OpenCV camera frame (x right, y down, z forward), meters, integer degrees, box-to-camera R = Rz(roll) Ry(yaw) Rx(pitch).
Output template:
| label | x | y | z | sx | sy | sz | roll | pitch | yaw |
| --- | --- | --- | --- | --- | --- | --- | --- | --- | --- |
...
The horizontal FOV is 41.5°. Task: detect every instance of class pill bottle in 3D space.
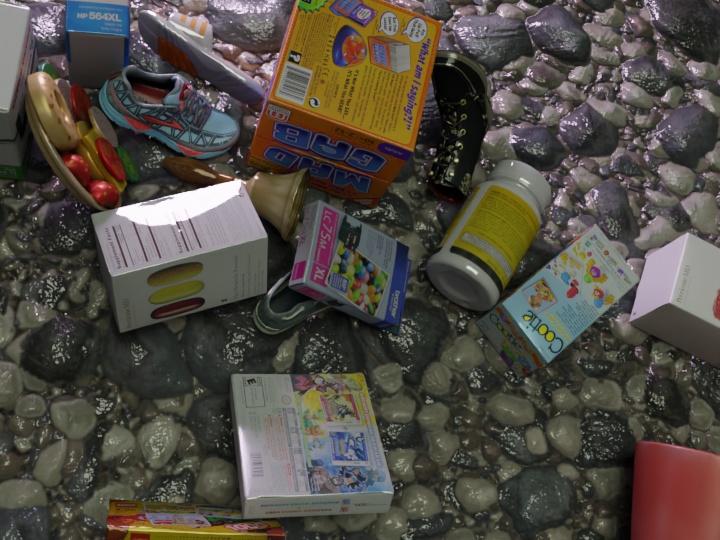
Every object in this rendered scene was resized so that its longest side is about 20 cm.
| label | x | y | z | sx | sy | sz | roll | pitch | yaw |
| --- | --- | --- | --- | --- | --- | --- | --- | --- | --- |
| pill bottle | 0.187 | -0.053 | 1.352 | 0.114 | 0.114 | 0.201 | 35 | 68 | -2 |

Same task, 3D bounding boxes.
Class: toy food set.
| label | x | y | z | sx | sy | sz | roll | pitch | yaw |
| --- | --- | --- | --- | --- | --- | --- | --- | --- | --- |
| toy food set | -0.354 | -0.166 | 1.203 | 0.048 | 0.198 | 0.202 | -27 | 110 | 6 |

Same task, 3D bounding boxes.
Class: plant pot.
| label | x | y | z | sx | sy | sz | roll | pitch | yaw |
| --- | --- | --- | --- | --- | --- | --- | --- | --- | --- |
| plant pot | 0.448 | 0.342 | 1.268 | 0.198 | 0.200 | 0.180 | 17 | 78 | -9 |

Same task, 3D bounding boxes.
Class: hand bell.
| label | x | y | z | sx | sy | sz | roll | pitch | yaw |
| --- | --- | --- | --- | --- | --- | --- | --- | --- | --- |
| hand bell | -0.177 | -0.119 | 1.299 | 0.197 | 0.104 | 0.105 | 18 | 68 | 3 |

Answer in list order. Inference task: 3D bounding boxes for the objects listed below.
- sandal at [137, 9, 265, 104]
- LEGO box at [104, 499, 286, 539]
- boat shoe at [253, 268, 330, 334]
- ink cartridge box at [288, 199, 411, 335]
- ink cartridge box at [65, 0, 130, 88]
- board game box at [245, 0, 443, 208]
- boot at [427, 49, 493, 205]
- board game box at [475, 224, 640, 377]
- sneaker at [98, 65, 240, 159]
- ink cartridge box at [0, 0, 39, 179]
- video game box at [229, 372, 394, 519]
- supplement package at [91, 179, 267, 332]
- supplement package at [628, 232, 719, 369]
| label | x | y | z | sx | sy | sz | roll | pitch | yaw |
| --- | --- | --- | --- | --- | --- | --- | --- | --- | --- |
| sandal | -0.219 | -0.311 | 1.347 | 0.205 | 0.079 | 0.060 | 31 | 66 | -13 |
| LEGO box | -0.196 | 0.322 | 1.100 | 0.197 | 0.149 | 0.079 | 7 | 86 | -14 |
| boat shoe | -0.057 | 0.015 | 1.290 | 0.199 | 0.062 | 0.073 | -34 | 81 | -23 |
| ink cartridge box | 0.000 | 0.000 | 1.282 | 0.199 | 0.042 | 0.121 | 27 | 63 | -36 |
| ink cartridge box | -0.354 | -0.370 | 1.285 | 0.083 | 0.146 | 0.203 | 1 | 73 | -14 |
| board game box | -0.026 | -0.240 | 1.306 | 0.197 | 0.200 | 0.203 | 18 | 68 | -9 |
| boot | 0.133 | -0.201 | 1.353 | 0.072 | 0.204 | 0.156 | 9 | 71 | 24 |
| board game box | 0.280 | 0.044 | 1.352 | 0.199 | 0.103 | 0.105 | -36 | 85 | -23 |
| sneaker | -0.248 | -0.215 | 1.280 | 0.197 | 0.095 | 0.080 | 15 | 62 | -25 |
| ink cartridge box | -0.454 | -0.222 | 1.180 | 0.082 | 0.200 | 0.149 | 8 | 71 | -12 |
| video game box | -0.066 | 0.212 | 1.183 | 0.179 | 0.047 | 0.201 | 0 | 40 | -13 |
| supplement package | -0.228 | -0.019 | 1.211 | 0.197 | 0.115 | 0.110 | -16 | 52 | -19 |
| supplement package | 0.524 | 0.054 | 1.408 | 0.198 | 0.120 | 0.123 | 25 | 69 | -6 |
